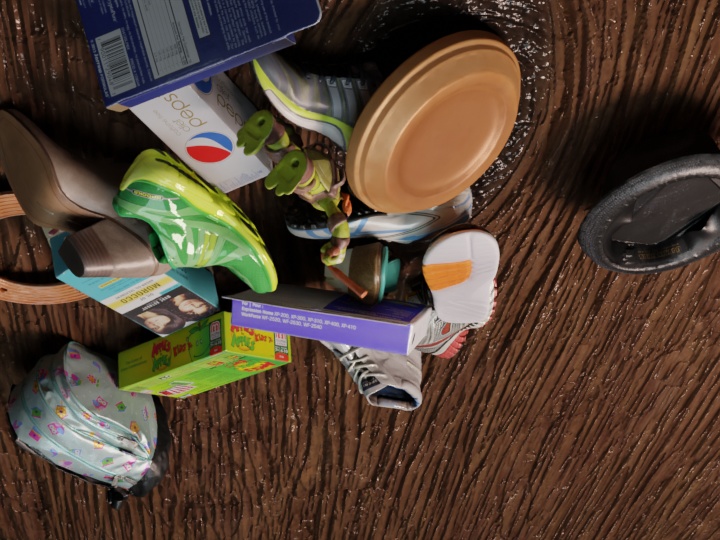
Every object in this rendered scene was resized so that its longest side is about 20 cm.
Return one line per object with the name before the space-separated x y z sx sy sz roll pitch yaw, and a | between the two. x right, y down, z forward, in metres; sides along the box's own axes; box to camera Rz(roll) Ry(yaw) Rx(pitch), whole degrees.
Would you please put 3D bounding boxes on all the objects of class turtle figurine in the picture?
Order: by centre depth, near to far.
turtle figurine | -0.044 -0.078 1.143 0.064 0.201 0.161 -27 161 11

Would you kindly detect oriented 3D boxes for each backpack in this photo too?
backpack | -0.330 0.176 1.527 0.127 0.167 0.200 -44 131 14

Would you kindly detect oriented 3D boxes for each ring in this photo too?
ring | -0.345 -0.026 1.327 0.198 0.019 0.201 -5 146 -4

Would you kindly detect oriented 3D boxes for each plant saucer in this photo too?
plant saucer | 0.077 -0.130 1.171 0.199 0.037 0.201 -29 147 -21

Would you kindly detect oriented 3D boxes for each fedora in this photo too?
fedora | 0.317 -0.083 1.311 0.198 0.092 0.201 -5 145 -4

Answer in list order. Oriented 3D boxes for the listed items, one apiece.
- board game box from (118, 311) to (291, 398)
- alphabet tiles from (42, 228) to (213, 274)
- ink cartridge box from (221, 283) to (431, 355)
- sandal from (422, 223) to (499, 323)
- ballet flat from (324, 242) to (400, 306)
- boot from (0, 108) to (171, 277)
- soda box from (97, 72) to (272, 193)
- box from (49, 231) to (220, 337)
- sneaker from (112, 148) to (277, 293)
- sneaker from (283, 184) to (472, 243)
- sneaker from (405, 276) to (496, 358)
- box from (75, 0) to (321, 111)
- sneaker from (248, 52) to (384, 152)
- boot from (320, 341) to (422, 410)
board game box | -0.186 0.102 1.471 0.199 0.048 0.101 -21 156 40
alphabet tiles | -0.236 -0.037 1.350 0.198 0.006 0.167 -7 145 -1
ink cartridge box | -0.033 0.051 1.343 0.196 0.044 0.200 8 -176 10
sandal | 0.104 -0.006 1.335 0.078 0.060 0.207 -1 154 2
ballet flat | 0.000 0.000 1.345 0.072 0.069 0.200 7 -177 6
boot | -0.248 -0.080 1.210 0.146 0.201 0.070 -24 175 -46
soda box | -0.157 -0.155 1.143 0.063 0.069 0.200 -19 144 18
box | -0.236 0.006 1.332 0.082 0.050 0.200 -25 151 16
sneaker | -0.155 -0.036 1.180 0.084 0.074 0.200 -43 128 8
sneaker | 0.020 -0.055 1.312 0.198 0.072 0.073 -7 132 0
sneaker | 0.100 0.040 1.460 0.081 0.078 0.200 8 142 -19
box | -0.131 -0.219 1.013 0.198 0.122 0.032 -18 174 17
sneaker | -0.023 -0.169 1.161 0.199 0.074 0.081 26 114 -38
boot | 0.007 0.104 1.517 0.199 0.096 0.073 26 134 -38
